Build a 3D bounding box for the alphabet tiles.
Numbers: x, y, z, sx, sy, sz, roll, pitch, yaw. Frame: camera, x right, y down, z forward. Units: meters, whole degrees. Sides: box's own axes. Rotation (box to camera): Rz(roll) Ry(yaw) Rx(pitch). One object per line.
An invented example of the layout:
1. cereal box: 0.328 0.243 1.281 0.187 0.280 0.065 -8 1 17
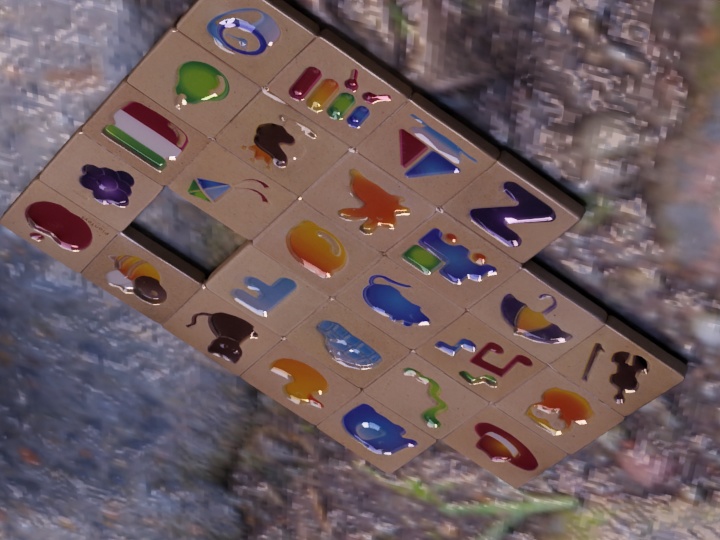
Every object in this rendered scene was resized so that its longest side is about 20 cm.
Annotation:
1. alphabet tiles: 0.000 0.000 0.848 0.199 0.008 0.167 33 141 -15
